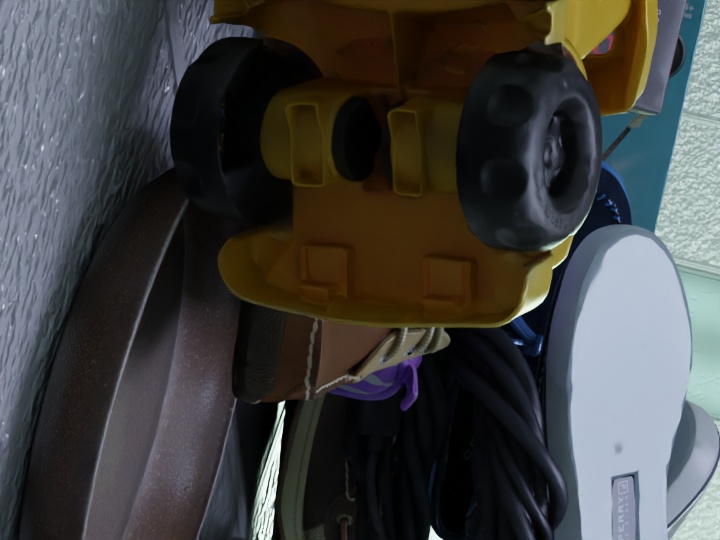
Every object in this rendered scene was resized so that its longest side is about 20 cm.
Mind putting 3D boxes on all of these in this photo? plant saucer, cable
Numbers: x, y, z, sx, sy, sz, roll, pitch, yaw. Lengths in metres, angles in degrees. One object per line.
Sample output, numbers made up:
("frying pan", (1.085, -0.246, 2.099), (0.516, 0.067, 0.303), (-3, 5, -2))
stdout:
("plant saucer", (-0.077, 0.052, 0.992), (0.200, 0.032, 0.202), (13, 90, -82))
("cable", (0.040, 0.108, 1.243), (0.163, 0.050, 0.201), (33, -62, 60))

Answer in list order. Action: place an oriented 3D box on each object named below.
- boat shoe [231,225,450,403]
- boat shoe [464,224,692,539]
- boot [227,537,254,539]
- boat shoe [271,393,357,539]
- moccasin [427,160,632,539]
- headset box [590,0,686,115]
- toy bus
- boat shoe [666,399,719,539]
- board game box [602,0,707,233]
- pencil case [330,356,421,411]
("boat shoe", (0.000, 0.000, 1.057), (0.200, 0.073, 0.076), (-65, 164, -73))
("boat shoe", (0.086, 0.076, 1.251), (0.070, 0.091, 0.202), (-5, 102, -34))
("boot", (-0.030, 0.159, 1.255), (0.200, 0.090, 0.073), (30, 74, -81))
("boat shoe", (-0.004, 0.106, 1.362), (0.072, 0.071, 0.201), (-86, -178, -56))
("moccasin", (0.078, 0.043, 1.306), (0.068, 0.080, 0.201), (-75, 179, -55))
("headset box", (0.051, -0.151, 1.064), (0.075, 0.148, 0.201), (-163, -93, -71))
("toy bus", (0.038, -0.094, 0.946), (0.192, 0.135, 0.202), (-17, 109, -58))
("boat shoe", (0.110, 0.130, 1.347), (0.200, 0.065, 0.072), (-49, -147, 33))
("board game box", (0.068, -0.051, 1.353), (0.047, 0.150, 0.201), (-64, 166, -73))
("pencil case", (0.010, -0.045, 1.221), (0.084, 0.085, 0.201), (126, -16, -67))
